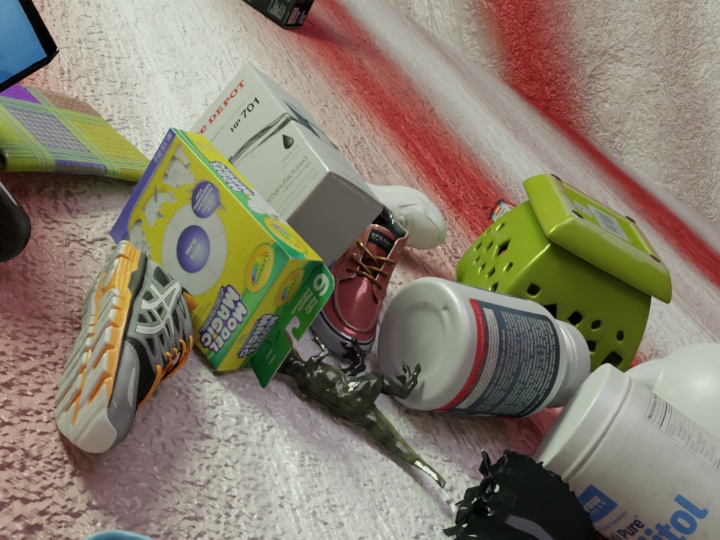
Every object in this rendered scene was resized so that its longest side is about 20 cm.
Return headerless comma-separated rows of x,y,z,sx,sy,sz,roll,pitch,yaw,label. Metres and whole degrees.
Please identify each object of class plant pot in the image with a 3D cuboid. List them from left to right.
0.247,0.010,1.003,0.198,0.182,0.200,27,23,-11,plant pot

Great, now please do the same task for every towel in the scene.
-0.287,-0.129,0.776,0.144,0.023,0.200,42,18,18,towel

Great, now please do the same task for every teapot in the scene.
0.357,0.186,0.851,0.146,0.199,0.199,-34,31,-26,teapot

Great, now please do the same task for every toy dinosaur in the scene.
0.001,0.099,0.701,0.199,0.048,0.088,36,39,7,toy dinosaur

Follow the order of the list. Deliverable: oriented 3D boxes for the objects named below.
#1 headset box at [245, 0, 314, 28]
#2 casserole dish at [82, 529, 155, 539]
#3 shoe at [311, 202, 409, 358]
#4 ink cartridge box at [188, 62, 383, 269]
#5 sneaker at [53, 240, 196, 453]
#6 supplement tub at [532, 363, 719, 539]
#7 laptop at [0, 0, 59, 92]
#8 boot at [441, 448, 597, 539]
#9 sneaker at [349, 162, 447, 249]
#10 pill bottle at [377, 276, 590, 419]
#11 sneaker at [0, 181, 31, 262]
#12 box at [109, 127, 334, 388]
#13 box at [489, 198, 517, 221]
-0.180,-0.626,1.698,0.199,0.175,0.093,35,24,8,headset box
-0.079,0.207,0.404,0.199,0.039,0.121,29,24,-7,casserole dish
0.000,0.000,0.828,0.071,0.091,0.200,27,25,-12,shoe
-0.091,-0.078,0.780,0.086,0.147,0.200,29,19,-48,ink cartridge box
-0.152,0.050,0.570,0.077,0.078,0.201,32,23,-23,sneaker
0.267,0.193,0.740,0.199,0.132,0.132,35,24,9,supplement tub
-0.339,-0.175,0.567,0.199,0.104,0.177,12,29,-43,laptop
0.148,0.228,0.609,0.198,0.074,0.162,37,21,11,boot
0.009,-0.066,1.005,0.199,0.078,0.100,22,31,-1,sneaker
0.126,0.081,0.795,0.199,0.120,0.120,13,30,-38,pill bottle
-0.315,-0.086,0.631,0.199,0.076,0.116,32,21,1,sneaker
-0.115,-0.010,0.673,0.200,0.118,0.048,44,20,25,box
0.316,-0.048,1.375,0.199,0.035,0.110,18,28,-30,box
